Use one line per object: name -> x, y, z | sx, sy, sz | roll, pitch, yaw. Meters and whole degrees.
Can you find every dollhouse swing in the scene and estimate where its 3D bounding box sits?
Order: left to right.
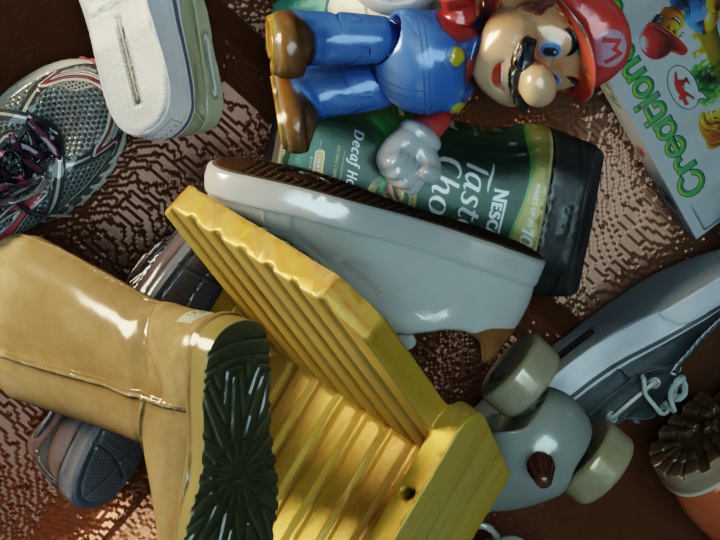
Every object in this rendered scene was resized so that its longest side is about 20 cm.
dollhouse swing -> -0.052, 0.085, 1.032 | 0.175, 0.199, 0.183 | 32, 89, -51

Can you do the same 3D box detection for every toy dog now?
toy dog -> 0.071, 0.136, 1.102 | 0.131, 0.096, 0.201 | 26, 118, 2

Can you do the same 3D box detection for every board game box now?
board game box -> 0.203, -0.133, 1.122 | 0.126, 0.035, 0.201 | -36, 119, -1

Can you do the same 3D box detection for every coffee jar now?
coffee jar -> 0.042, -0.046, 1.120 | 0.198, 0.085, 0.105 | 9, 97, -8

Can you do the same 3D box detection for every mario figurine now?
mario figurine -> 0.051, -0.108, 1.020 | 0.198, 0.124, 0.107 | -9, 79, -3

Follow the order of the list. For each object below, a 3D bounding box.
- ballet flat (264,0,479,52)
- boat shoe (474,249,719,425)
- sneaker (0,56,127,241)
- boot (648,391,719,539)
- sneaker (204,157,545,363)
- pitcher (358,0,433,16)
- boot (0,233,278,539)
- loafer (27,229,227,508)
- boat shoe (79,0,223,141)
ballet flat -> 0.039, -0.160, 1.113 | 0.198, 0.070, 0.068 | -13, 101, -4
boat shoe -> 0.164, 0.063, 1.153 | 0.199, 0.074, 0.068 | -36, 102, 1
sneaker -> -0.214, -0.044, 1.097 | 0.200, 0.075, 0.081 | -41, 99, -1
boot -> 0.280, 0.095, 1.179 | 0.199, 0.075, 0.108 | -38, 118, -6
sneaker -> 0.000, 0.000, 1.046 | 0.198, 0.073, 0.085 | 19, 101, -11
pitcher -> 0.009, -0.261, 1.066 | 0.171, 0.121, 0.201 | 32, 86, -5
boot -> -0.131, 0.082, 1.037 | 0.066, 0.199, 0.177 | -3, 103, -46
loafer -> -0.137, 0.041, 1.121 | 0.063, 0.072, 0.201 | 30, 92, 32
boat shoe -> -0.128, -0.171, 1.099 | 0.071, 0.062, 0.202 | -13, 83, 30
